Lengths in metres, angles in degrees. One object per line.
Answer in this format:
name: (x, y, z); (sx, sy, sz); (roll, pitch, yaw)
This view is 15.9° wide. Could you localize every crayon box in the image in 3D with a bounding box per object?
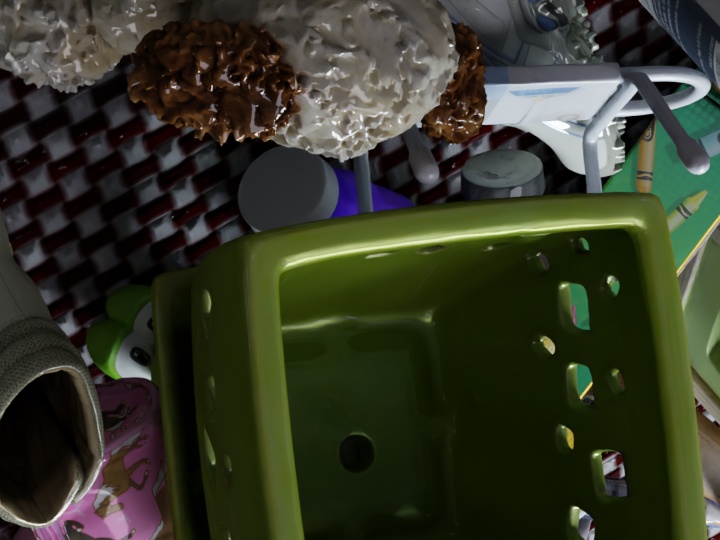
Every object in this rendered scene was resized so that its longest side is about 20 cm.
crayon box: (0.152, -0.024, 1.369); (0.200, 0.058, 0.119); (-55, 173, 27)

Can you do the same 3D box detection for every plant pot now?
plant pot: (0.017, 0.075, 1.127); (0.199, 0.200, 0.181); (-6, 180, -24)

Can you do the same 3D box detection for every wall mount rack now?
wall mount rack: (0.069, -0.056, 1.147); (0.200, 0.075, 0.174); (-3, 169, -9)

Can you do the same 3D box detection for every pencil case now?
pencil case: (-0.105, 0.147, 1.212); (0.083, 0.087, 0.200); (-17, 113, -1)

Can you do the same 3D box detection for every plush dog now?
plush dog: (-0.029, -0.114, 1.023); (0.200, 0.172, 0.161); (-6, 136, -38)

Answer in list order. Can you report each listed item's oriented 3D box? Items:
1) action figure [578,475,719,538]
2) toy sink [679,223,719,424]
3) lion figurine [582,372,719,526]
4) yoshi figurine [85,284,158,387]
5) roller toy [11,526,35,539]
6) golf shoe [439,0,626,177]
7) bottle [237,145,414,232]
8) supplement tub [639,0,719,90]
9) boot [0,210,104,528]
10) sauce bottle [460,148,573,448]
action figure: (0.110, 0.168, 1.516); (0.200, 0.105, 0.193); (9, 160, 5)
toy sink: (0.276, 0.053, 1.491); (0.112, 0.200, 0.130); (-22, 146, -28)
lion figurine: (0.194, 0.104, 1.472); (0.072, 0.200, 0.122); (-44, 157, 9)
yoshi figurine: (-0.043, 0.074, 1.265); (0.112, 0.112, 0.200); (-26, 135, 38)
roller toy: (-0.093, 0.189, 1.377); (0.200, 0.140, 0.182); (-38, 147, 4)
golf shoe: (0.067, -0.103, 1.239); (0.097, 0.078, 0.200); (-22, 142, 8)
bottle: (0.000, 0.000, 1.294); (0.084, 0.065, 0.200); (-45, 147, 0)
supplement tub: (0.192, -0.151, 1.157); (0.140, 0.200, 0.140); (-25, 146, -18)
boot: (-0.172, 0.057, 1.120); (0.072, 0.155, 0.200); (-14, 143, -28)
sauce bottle: (0.076, 0.036, 1.301); (0.066, 0.066, 0.200); (-22, 124, -22)
